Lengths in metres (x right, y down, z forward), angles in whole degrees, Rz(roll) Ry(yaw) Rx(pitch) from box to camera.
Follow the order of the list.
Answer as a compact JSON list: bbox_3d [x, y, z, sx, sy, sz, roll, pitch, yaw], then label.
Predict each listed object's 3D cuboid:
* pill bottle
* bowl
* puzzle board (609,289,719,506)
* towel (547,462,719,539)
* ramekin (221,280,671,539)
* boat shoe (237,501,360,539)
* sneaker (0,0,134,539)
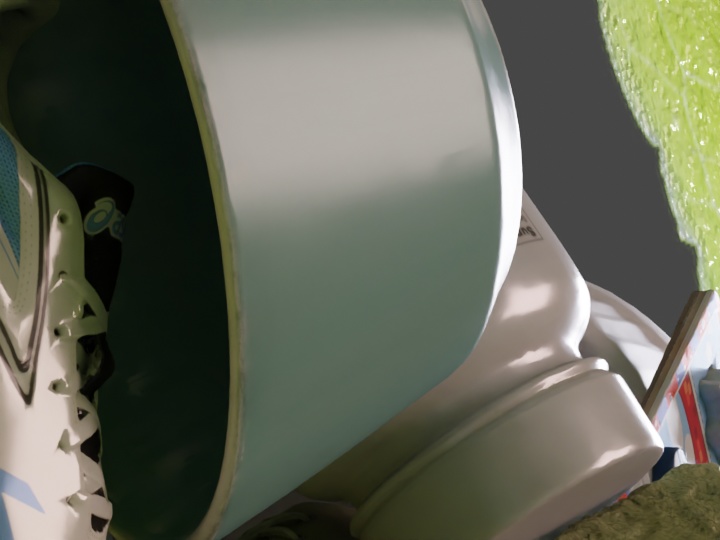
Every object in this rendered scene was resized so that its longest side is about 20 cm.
[{"bbox_3d":[0.000,0.000,0.886,0.200,0.113,0.113,57,1,14],"label":"pill bottle"},{"bbox_3d":[-0.029,-0.033,0.755,0.201,0.105,0.201,44,-38,51],"label":"bowl"},{"bbox_3d":[0.123,0.130,0.997,0.151,0.017,0.200,-59,140,-48],"label":"puzzle board"},{"bbox_3d":[0.088,0.131,0.820,0.148,0.200,0.037,32,-47,31],"label":"towel"},{"bbox_3d":[0.037,0.091,1.054,0.098,0.200,0.201,27,46,-73],"label":"ramekin"},{"bbox_3d":[-0.016,0.107,0.915,0.200,0.072,0.062,-9,71,-62],"label":"boat shoe"},{"bbox_3d":[-0.083,0.018,0.675,0.072,0.072,0.200,56,20,-78],"label":"sneaker"}]
